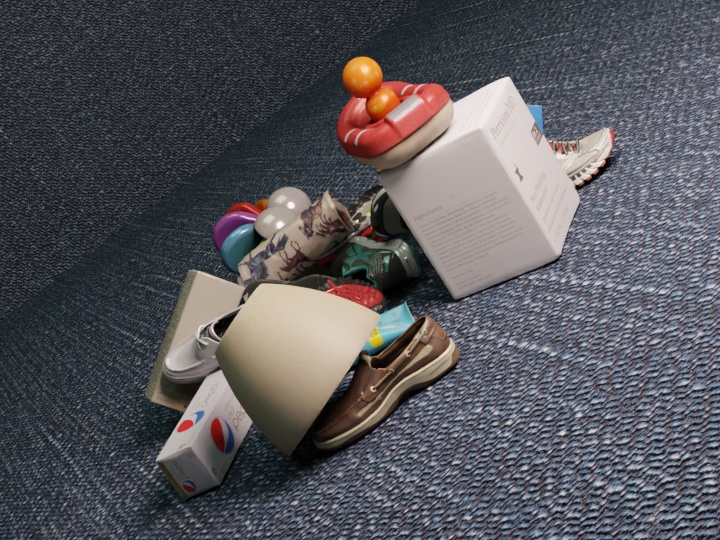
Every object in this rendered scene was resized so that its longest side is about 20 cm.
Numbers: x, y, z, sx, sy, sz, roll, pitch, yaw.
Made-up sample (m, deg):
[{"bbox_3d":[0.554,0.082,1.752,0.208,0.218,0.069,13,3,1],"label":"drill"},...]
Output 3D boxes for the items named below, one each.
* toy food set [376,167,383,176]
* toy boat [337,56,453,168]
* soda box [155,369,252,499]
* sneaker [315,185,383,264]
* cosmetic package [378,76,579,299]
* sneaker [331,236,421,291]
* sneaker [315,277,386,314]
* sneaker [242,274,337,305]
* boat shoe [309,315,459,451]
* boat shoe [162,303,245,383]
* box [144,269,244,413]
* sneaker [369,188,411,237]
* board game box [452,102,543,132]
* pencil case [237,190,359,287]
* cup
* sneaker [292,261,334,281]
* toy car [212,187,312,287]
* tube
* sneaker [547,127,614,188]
[{"bbox_3d":[0.125,-0.155,1.820,0.196,0.049,0.199,-4,-1,-30],"label":"toy food set"},{"bbox_3d":[0.025,-0.214,1.477,0.130,0.131,0.200,-39,16,-8],"label":"toy boat"},{"bbox_3d":[-0.196,0.208,1.531,0.063,0.068,0.200,-25,19,24],"label":"soda box"},{"bbox_3d":[0.002,-0.057,1.851,0.199,0.086,0.077,-35,36,-27],"label":"sneaker"},{"bbox_3d":[0.158,-0.107,1.507,0.164,0.201,0.165,-23,21,31],"label":"cosmetic package"},{"bbox_3d":[0.000,0.000,1.707,0.091,0.078,0.199,-35,14,-28],"label":"sneaker"},{"bbox_3d":[-0.057,0.079,1.596,0.198,0.096,0.080,-21,57,-13],"label":"sneaker"},{"bbox_3d":[-0.062,0.049,1.703,0.199,0.077,0.115,6,-5,24],"label":"sneaker"},{"bbox_3d":[0.016,0.126,1.356,0.202,0.075,0.075,-37,17,-8],"label":"boat shoe"},{"bbox_3d":[-0.194,0.095,1.609,0.198,0.069,0.073,-21,60,11],"label":"boat shoe"},{"bbox_3d":[-0.246,0.105,1.710,0.202,0.077,0.095,-70,16,-3],"label":"box"},{"bbox_3d":[0.094,-0.092,1.707,0.199,0.075,0.079,-11,11,-39],"label":"sneaker"},{"bbox_3d":[0.140,-0.210,1.759,0.194,0.057,0.199,-4,-1,-32],"label":"board game box"},{"bbox_3d":[-0.099,-0.032,1.764,0.199,0.078,0.089,-39,-24,10],"label":"pencil case"},{"bbox_3d":[-0.088,0.097,1.378,0.201,0.143,0.200,-55,0,0],"label":"cup"},{"bbox_3d":[-0.083,0.002,1.898,0.200,0.075,0.106,-39,10,-35],"label":"sneaker"},{"bbox_3d":[-0.176,-0.053,1.972,0.200,0.149,0.176,-69,0,-61],"label":"toy car"},{"bbox_3d":[-0.018,0.106,1.533,0.199,0.051,0.078,-29,29,3],"label":"tube"},{"bbox_3d":[0.265,-0.151,1.630,0.199,0.083,0.078,-25,19,25],"label":"sneaker"}]
